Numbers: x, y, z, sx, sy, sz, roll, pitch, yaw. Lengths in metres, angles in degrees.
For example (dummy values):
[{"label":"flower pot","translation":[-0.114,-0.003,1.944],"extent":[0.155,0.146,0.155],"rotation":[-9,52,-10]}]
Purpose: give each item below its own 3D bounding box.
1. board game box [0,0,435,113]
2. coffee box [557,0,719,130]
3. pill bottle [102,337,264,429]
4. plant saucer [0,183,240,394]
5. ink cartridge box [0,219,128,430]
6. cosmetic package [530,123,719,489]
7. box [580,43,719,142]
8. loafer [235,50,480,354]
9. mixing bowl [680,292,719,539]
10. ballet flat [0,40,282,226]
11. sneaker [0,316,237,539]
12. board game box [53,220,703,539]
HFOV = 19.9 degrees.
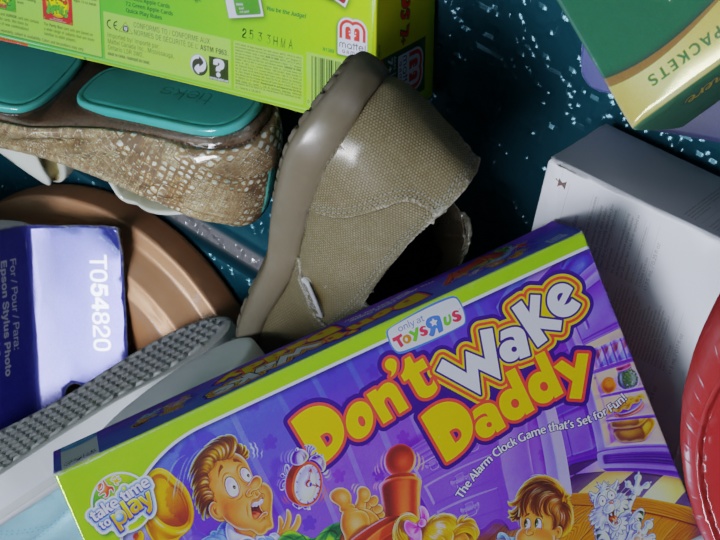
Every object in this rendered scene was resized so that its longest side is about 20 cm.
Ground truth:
[{"label":"board game box","translation":[-0.066,-0.130,0.819],"extent":[0.198,0.048,0.103],"rotation":[16,119,28]},{"label":"coffee box","translation":[0.092,-0.161,0.661],"extent":[0.123,0.044,0.201],"rotation":[-34,77,30]},{"label":"pill bottle","translation":[-0.019,0.130,0.800],"extent":[0.110,0.111,0.201],"rotation":[-25,104,39]},{"label":"plant saucer","translation":[-0.126,0.059,0.960],"extent":[0.199,0.032,0.202],"rotation":[16,120,29]},{"label":"ink cartridge box","translation":[-0.200,0.077,0.919],"extent":[0.198,0.041,0.202],"rotation":[0,99,15]},{"label":"cosmetic package","translation":[0.095,0.052,0.789],"extent":[0.082,0.051,0.202],"rotation":[27,124,22]},{"label":"box","translation":[0.159,-0.097,0.689],"extent":[0.198,0.032,0.122],"rotation":[14,118,30]},{"label":"loafer","translation":[0.000,0.000,0.785],"extent":[0.067,0.076,0.201],"rotation":[33,154,12]},{"label":"mixing bowl","translation":[0.174,0.055,0.633],"extent":[0.199,0.108,0.202],"rotation":[19,117,42]},{"label":"ballet flat","translation":[-0.119,-0.060,0.880],"extent":[0.199,0.070,0.066],"rotation":[20,136,31]},{"label":"sneaker","translation":[-0.122,0.103,0.866],"extent":[0.199,0.074,0.082],"rotation":[-29,105,-1]},{"label":"board game box","translation":[0.009,0.086,0.720],"extent":[0.198,0.045,0.136],"rotation":[-25,98,-6]}]
